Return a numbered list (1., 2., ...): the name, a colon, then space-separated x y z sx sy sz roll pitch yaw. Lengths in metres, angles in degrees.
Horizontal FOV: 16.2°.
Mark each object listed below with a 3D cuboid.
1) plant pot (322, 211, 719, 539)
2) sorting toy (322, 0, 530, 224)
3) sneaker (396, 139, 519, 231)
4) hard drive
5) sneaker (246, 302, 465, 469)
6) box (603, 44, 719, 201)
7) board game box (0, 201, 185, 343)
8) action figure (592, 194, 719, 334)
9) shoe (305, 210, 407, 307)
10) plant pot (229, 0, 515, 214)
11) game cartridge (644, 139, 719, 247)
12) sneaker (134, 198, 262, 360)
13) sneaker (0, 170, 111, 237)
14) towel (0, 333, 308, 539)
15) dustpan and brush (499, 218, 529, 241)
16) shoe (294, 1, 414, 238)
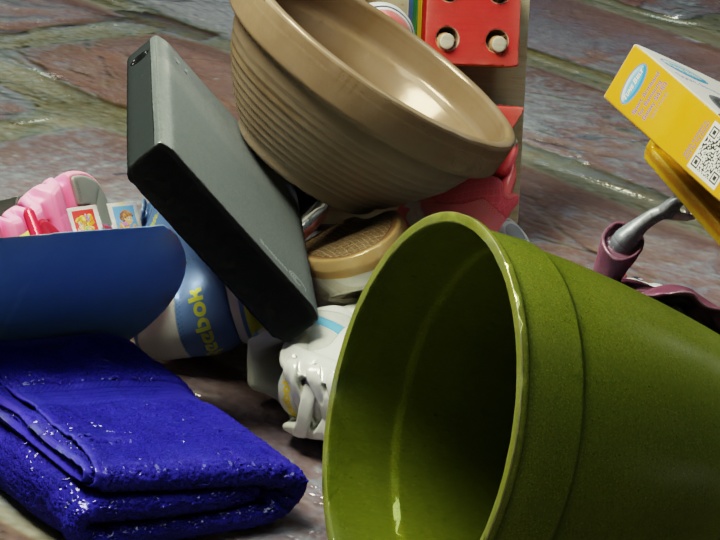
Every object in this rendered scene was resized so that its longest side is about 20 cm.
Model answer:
1. plant pot: 0.109 0.088 1.265 0.192 0.202 0.200 11 15 -26
2. sorting toy: 0.026 -0.130 1.785 0.198 0.201 0.070 2 4 -13
3. sneaker: 0.071 -0.067 1.666 0.074 0.087 0.201 40 22 -24
4. hard drive: -0.084 -0.050 1.488 0.033 0.140 0.200 -37 21 10
5. sneaker: 0.000 0.075 1.420 0.080 0.077 0.200 -9 17 -21
6. box: 0.219 -0.058 1.380 0.118 0.042 0.200 19 22 -38
7. board game box: -0.199 0.007 1.416 0.199 0.158 0.039 -5 60 -29
8. action figure: 0.170 0.045 1.484 0.148 0.134 0.200 -36 17 -5
9. shoe: 0.000 0.000 1.571 0.070 0.054 0.200 -26 5 -4
10. plant pot: -0.009 -0.100 1.563 0.200 0.093 0.201 31 17 -11
11. game cartridge: 0.272 -0.005 1.449 0.199 0.033 0.177 26 16 -24
12. sneaker: -0.115 -0.010 1.580 0.082 0.074 0.200 -21 29 -2
13. sneaker: -0.248 -0.008 1.590 0.095 0.080 0.199 -7 7 39
14. towel: -0.136 0.084 1.368 0.147 0.050 0.200 -7 24 -33
15. dustpan and brush: 0.112 0.022 1.609 0.138 0.058 0.200 2 20 -14
16. shoe: -0.022 -0.093 1.694 0.071 0.201 0.091 36 -5 -12
